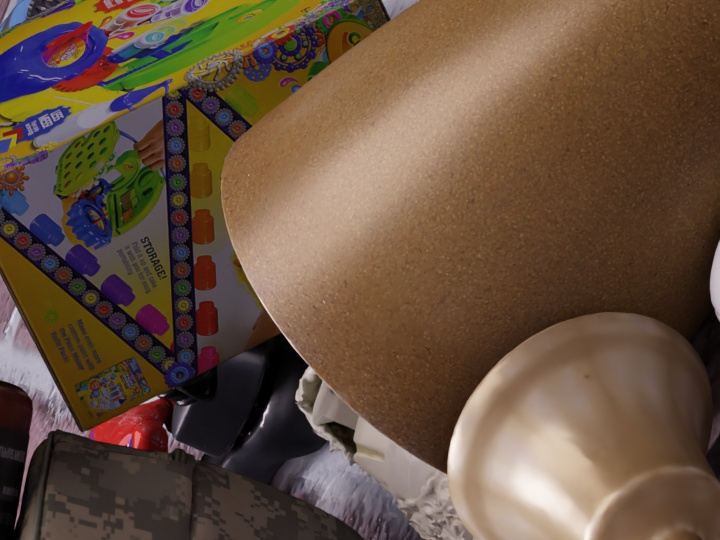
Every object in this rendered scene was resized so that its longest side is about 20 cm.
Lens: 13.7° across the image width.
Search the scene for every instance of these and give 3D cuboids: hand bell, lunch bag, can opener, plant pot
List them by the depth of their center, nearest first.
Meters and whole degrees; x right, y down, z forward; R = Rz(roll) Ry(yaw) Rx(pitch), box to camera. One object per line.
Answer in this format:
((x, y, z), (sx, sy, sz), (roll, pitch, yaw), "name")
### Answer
((0.114, 0.106, 0.994), (0.104, 0.104, 0.200), (-62, 33, 16), "hand bell")
((0.082, -0.050, 1.109), (0.200, 0.186, 0.187), (-46, 27, 26), "plant pot")
((-0.068, 0.180, 1.239), (0.200, 0.167, 0.140), (-91, 13, -53), "lunch bag")
((-0.062, 0.093, 1.489), (0.200, 0.078, 0.063), (113, 174, -46), "can opener")

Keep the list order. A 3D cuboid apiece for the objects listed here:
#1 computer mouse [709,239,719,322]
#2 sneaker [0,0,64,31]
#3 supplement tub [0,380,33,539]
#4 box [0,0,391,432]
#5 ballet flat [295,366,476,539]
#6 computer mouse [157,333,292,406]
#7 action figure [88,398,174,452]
((0.150, 0.002, 0.989), (0.200, 0.044, 0.110), (-158, 91, -81), "computer mouse")
((-0.237, -0.182, 2.271), (0.200, 0.066, 0.079), (-44, 18, 49), "sneaker")
((-0.201, 0.139, 1.243), (0.107, 0.107, 0.201), (174, 106, -69), "supplement tub")
((-0.077, -0.053, 1.331), (0.192, 0.122, 0.200), (-26, 22, -5), "box")
((0.018, 0.073, 1.284), (0.072, 0.072, 0.200), (-68, 20, 0), "ballet flat")
((0.000, 0.000, 1.364), (0.200, 0.046, 0.140), (-27, 21, 8), "computer mouse")
((-0.141, 0.134, 1.494), (0.200, 0.052, 0.065), (-56, 28, -15), "action figure")
